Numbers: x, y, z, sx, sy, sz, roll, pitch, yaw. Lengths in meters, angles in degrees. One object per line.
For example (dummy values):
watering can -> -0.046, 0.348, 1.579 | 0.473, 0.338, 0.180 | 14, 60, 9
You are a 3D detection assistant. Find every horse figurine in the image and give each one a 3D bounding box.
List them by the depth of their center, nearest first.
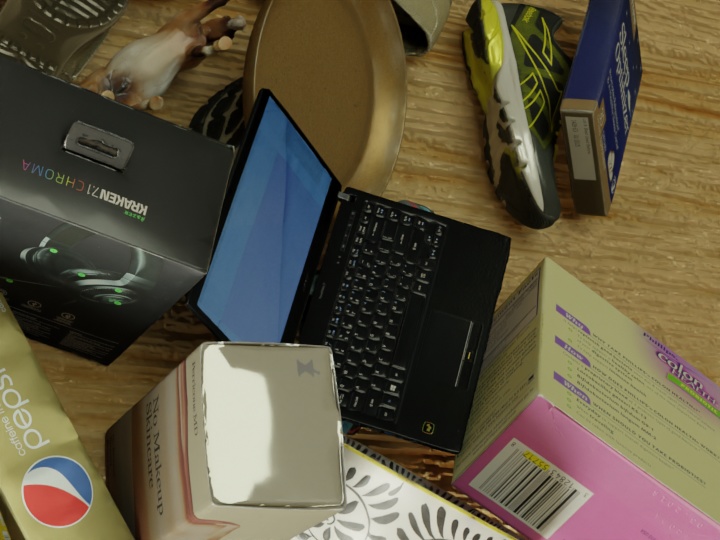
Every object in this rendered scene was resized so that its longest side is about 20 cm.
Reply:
horse figurine -> -0.148, -0.137, 1.182 | 0.200, 0.132, 0.050 | -44, 107, -21

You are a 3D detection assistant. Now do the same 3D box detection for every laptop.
laptop -> 0.000, 0.000, 1.124 | 0.199, 0.103, 0.178 | 17, 61, -1

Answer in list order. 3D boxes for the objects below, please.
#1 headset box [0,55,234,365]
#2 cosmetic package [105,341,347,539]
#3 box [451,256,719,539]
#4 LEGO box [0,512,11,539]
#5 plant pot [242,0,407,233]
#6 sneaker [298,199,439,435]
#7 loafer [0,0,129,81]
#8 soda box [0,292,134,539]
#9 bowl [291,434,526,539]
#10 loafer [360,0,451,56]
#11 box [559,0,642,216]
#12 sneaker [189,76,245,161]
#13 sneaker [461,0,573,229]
headset box -> -0.195, -0.036, 1.055 | 0.174, 0.200, 0.093 | 20, 62, -19
cosmetic package -> -0.089, 0.121, 1.044 | 0.087, 0.200, 0.104 | 4, 67, -25
box -> 0.166, 0.115, 1.195 | 0.176, 0.097, 0.200 | 35, 27, -11
LEGO box -> -0.275, 0.182, 0.962 | 0.149, 0.077, 0.200 | -23, 80, -5
plant pot -> -0.028, -0.128, 1.208 | 0.200, 0.027, 0.201 | -9, 101, -57
sneaker -> -0.005, 0.015, 1.207 | 0.095, 0.079, 0.200 | 26, 51, -5
loafer -> -0.227, -0.159, 1.171 | 0.076, 0.068, 0.200 | 39, 41, -9
soda box -> -0.214, 0.121, 1.058 | 0.064, 0.068, 0.200 | -25, 83, -32
bowl -> 0.007, 0.173, 1.108 | 0.200, 0.201, 0.094 | 31, 86, -14
loafer -> -0.015, -0.218, 1.292 | 0.199, 0.076, 0.068 | 12, 58, -24
box -> 0.199, -0.159, 1.360 | 0.032, 0.121, 0.200 | 4, 52, 18
sneaker -> -0.082, -0.062, 1.221 | 0.089, 0.077, 0.200 | 49, 48, -40
sneaker -> 0.141, -0.131, 1.337 | 0.084, 0.074, 0.201 | -6, 72, -13
